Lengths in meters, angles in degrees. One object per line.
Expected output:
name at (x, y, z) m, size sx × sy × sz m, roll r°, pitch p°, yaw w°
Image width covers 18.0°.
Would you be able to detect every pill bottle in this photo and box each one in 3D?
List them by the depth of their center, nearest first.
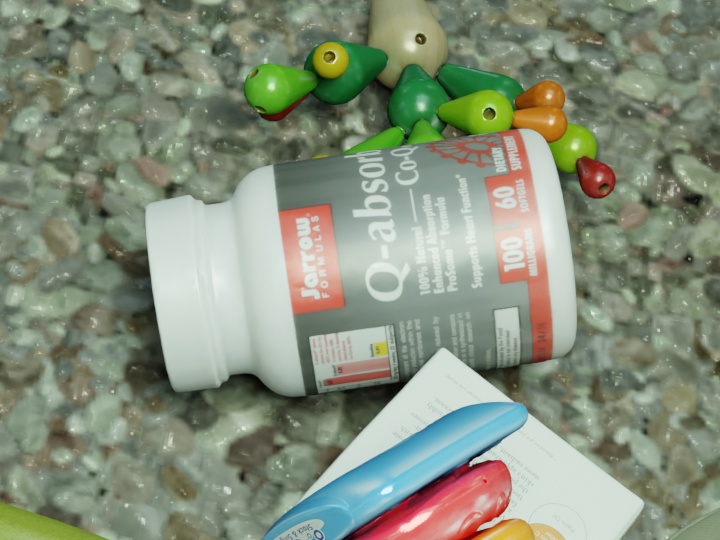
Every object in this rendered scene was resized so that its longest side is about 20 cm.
pill bottle at (0.000, 0.000, 1.117) m, size 0.199 × 0.116 × 0.116 m, roll -9°, pitch 59°, yaw -1°

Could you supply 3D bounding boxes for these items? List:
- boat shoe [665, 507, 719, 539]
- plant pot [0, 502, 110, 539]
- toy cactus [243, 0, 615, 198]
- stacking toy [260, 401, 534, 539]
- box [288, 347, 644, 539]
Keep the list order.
boat shoe at (0.158, 0.180, 1.094) m, size 0.200 × 0.072 × 0.068 m, roll -45°, pitch 112°, yaw -39°
plant pot at (-0.134, 0.183, 0.900) m, size 0.192 × 0.201 × 0.201 m, roll 6°, pitch 54°, yaw 12°
toy cactus at (0.032, -0.091, 1.229) m, size 0.199 × 0.103 × 0.165 m, roll 2°, pitch 38°, yaw -9°
stacking toy at (0.052, 0.167, 0.938) m, size 0.110 × 0.116 × 0.201 m, roll -26°, pitch 83°, yaw -41°
box at (0.018, 0.156, 1.045) m, size 0.124 × 0.098 × 0.200 m, roll 37°, pitch 56°, yaw 12°
